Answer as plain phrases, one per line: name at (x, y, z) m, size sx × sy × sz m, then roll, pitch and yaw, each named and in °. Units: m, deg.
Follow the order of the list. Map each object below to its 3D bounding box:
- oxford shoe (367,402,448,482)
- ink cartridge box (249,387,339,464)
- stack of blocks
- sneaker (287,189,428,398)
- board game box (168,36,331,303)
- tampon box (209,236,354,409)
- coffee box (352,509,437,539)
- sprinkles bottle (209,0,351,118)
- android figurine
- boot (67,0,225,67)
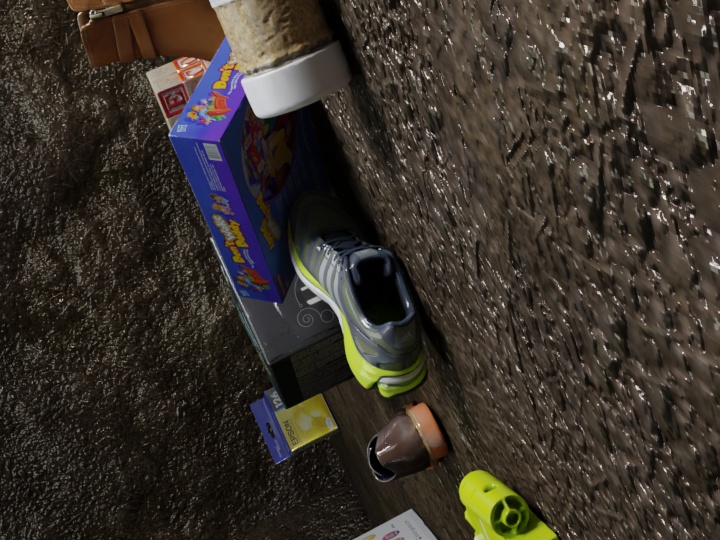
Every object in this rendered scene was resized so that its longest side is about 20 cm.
oxford shoe at (0.038, 0.179, 1.003) m, size 0.072 × 0.073 × 0.200 m, roll 62°, pitch 172°, yaw 15°
ink cartridge box at (-0.187, 0.404, 2.722) m, size 0.198 × 0.199 × 0.047 m, roll 61°, pitch 172°, yaw 27°
stack of blocks at (-0.131, -0.131, 1.030) m, size 0.059 × 0.115 × 0.201 m, roll -126°, pitch 14°, yaw -52°
sneaker at (0.000, 0.000, 0.784) m, size 0.201 × 0.073 × 0.081 m, roll 57°, pitch 155°, yaw 32°
board game box at (-0.084, -0.087, 0.825) m, size 0.201 × 0.044 × 0.135 m, roll 75°, pitch -150°, yaw -50°
tampon box at (-0.063, 0.037, 1.048) m, size 0.151 × 0.126 × 0.200 m, roll 62°, pitch 171°, yaw 19°
coffee box at (0.052, 0.518, 1.490) m, size 0.201 × 0.197 × 0.200 m, roll 65°, pitch 172°, yaw -3°
sprinkles bottle at (-0.071, -0.197, 0.596) m, size 0.201 × 0.068 × 0.068 m, roll 68°, pitch 172°, yaw -17°
android figurine at (0.124, 0.229, 0.714) m, size 0.183 × 0.041 × 0.200 m, roll 67°, pitch 170°, yaw -13°
boot at (-0.160, -0.204, 0.850) m, size 0.077 × 0.154 × 0.201 m, roll 52°, pitch 165°, yaw 57°
